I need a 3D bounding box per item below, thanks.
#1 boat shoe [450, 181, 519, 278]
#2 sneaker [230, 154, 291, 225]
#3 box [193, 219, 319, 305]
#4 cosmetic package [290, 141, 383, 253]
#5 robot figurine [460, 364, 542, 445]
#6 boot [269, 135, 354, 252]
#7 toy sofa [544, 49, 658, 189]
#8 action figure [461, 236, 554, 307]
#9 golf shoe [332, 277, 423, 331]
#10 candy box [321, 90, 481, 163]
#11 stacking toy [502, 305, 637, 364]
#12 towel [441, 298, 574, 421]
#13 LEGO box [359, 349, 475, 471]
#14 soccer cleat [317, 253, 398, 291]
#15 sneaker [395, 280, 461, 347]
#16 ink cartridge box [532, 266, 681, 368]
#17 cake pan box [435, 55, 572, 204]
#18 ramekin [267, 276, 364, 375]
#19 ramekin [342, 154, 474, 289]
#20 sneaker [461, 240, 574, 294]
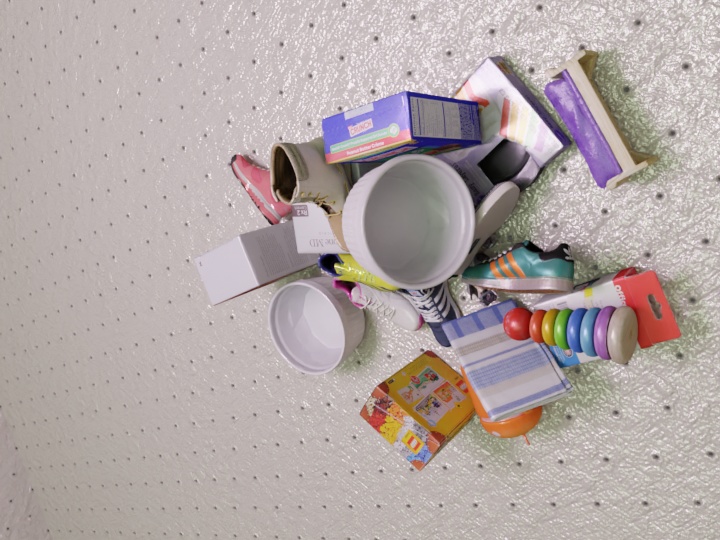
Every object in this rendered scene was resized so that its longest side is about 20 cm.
[{"bbox_3d":[0.173,-0.086,1.085,0.093,0.075,0.200,53,123,30],"label":"boat shoe"},{"bbox_3d":[-0.201,-0.183,1.384,0.087,0.074,0.200,-35,64,-4],"label":"sneaker"},{"bbox_3d":[-0.209,-0.021,1.343,0.152,0.200,0.106,-21,92,38],"label":"box"},{"bbox_3d":[-0.019,-0.143,1.194,0.165,0.165,0.200,1,105,35],"label":"cosmetic package"},{"bbox_3d":[0.248,0.206,1.145,0.144,0.117,0.200,-19,93,38],"label":"robot figurine"},{"bbox_3d":[-0.066,-0.113,1.036,0.072,0.155,0.200,-9,99,35],"label":"boot"},{"bbox_3d":[0.346,-0.218,0.969,0.098,0.083,0.200,-30,86,36],"label":"toy sofa"},{"bbox_3d":[0.241,-0.004,1.118,0.200,0.069,0.130,0,107,37],"label":"action figure"},{"bbox_3d":[0.030,0.058,1.265,0.200,0.091,0.075,38,134,19],"label":"golf shoe"},{"bbox_3d":[0.068,-0.219,1.024,0.169,0.200,0.077,-6,92,41],"label":"candy box"},{"bbox_3d":[0.316,0.088,1.009,0.200,0.085,0.086,5,107,40],"label":"stacking toy"},{"bbox_3d":[0.238,0.145,1.078,0.024,0.147,0.200,82,166,-51],"label":"towel"},{"bbox_3d":[0.119,0.249,1.197,0.149,0.200,0.077,40,122,19],"label":"LEGO box"},{"bbox_3d":[0.000,0.001,1.171,0.200,0.084,0.065,14,103,49],"label":"soccer cleat"},{"bbox_3d":[0.123,0.058,1.193,0.070,0.108,0.200,-7,100,37],"label":"sneaker"},{"bbox_3d":[0.392,0.071,1.034,0.200,0.067,0.116,-23,91,37],"label":"ink cartridge box"},{"bbox_3d":[0.219,-0.217,1.079,0.200,0.052,0.184,54,129,8],"label":"cake pan box"},{"bbox_3d":[-0.085,0.106,1.356,0.200,0.105,0.201,11,110,32],"label":"ramekin"},{"bbox_3d":[0.067,-0.076,1.010,0.105,0.200,0.201,10,113,63],"label":"ramekin"},{"bbox_3d":[0.249,-0.006,1.032,0.200,0.071,0.080,1,81,47],"label":"sneaker"}]
